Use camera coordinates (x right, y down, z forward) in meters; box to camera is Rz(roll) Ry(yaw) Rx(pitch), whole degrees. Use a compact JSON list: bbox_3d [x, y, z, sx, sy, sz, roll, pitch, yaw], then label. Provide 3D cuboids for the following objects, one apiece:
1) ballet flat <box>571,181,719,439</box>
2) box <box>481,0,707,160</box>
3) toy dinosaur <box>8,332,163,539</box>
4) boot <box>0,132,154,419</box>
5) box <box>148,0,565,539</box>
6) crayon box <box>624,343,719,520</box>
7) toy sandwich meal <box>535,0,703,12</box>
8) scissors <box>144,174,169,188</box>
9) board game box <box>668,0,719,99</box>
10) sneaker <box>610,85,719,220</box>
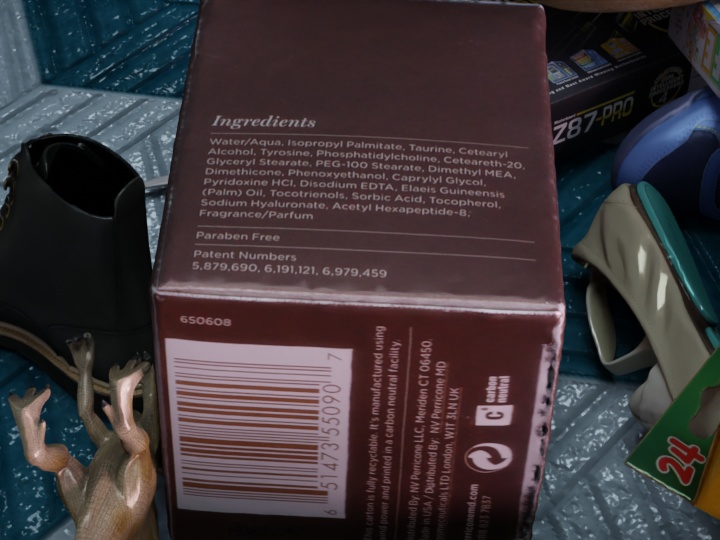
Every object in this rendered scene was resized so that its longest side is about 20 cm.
[{"bbox_3d":[0.149,0.042,0.789,0.069,0.070,0.201,-10,44,-9],"label":"ballet flat"},{"bbox_3d":[0.100,-0.135,0.959,0.199,0.049,0.161,-22,46,-26],"label":"box"},{"bbox_3d":[-0.104,0.090,0.692,0.058,0.102,0.200,-8,23,13],"label":"toy dinosaur"},{"bbox_3d":[-0.166,-0.027,0.805,0.199,0.139,0.078,23,50,23],"label":"boot"},{"bbox_3d":[0.000,0.000,0.751,0.162,0.167,0.201,3,45,1],"label":"box"},{"bbox_3d":[0.221,0.076,0.662,0.199,0.051,0.127,27,43,22],"label":"crayon box"},{"bbox_3d":[0.154,-0.202,0.913,0.203,0.071,0.206,-10,26,5],"label":"toy sandwich meal"},{"bbox_3d":[-0.032,-0.064,0.924,0.199,0.014,0.073,-25,52,-23],"label":"scissors"},{"bbox_3d":[0.243,-0.100,0.828,0.133,0.035,0.200,2,26,-5],"label":"board game box"},{"bbox_3d":[0.230,-0.049,0.863,0.198,0.074,0.083,-4,47,0],"label":"sneaker"}]
